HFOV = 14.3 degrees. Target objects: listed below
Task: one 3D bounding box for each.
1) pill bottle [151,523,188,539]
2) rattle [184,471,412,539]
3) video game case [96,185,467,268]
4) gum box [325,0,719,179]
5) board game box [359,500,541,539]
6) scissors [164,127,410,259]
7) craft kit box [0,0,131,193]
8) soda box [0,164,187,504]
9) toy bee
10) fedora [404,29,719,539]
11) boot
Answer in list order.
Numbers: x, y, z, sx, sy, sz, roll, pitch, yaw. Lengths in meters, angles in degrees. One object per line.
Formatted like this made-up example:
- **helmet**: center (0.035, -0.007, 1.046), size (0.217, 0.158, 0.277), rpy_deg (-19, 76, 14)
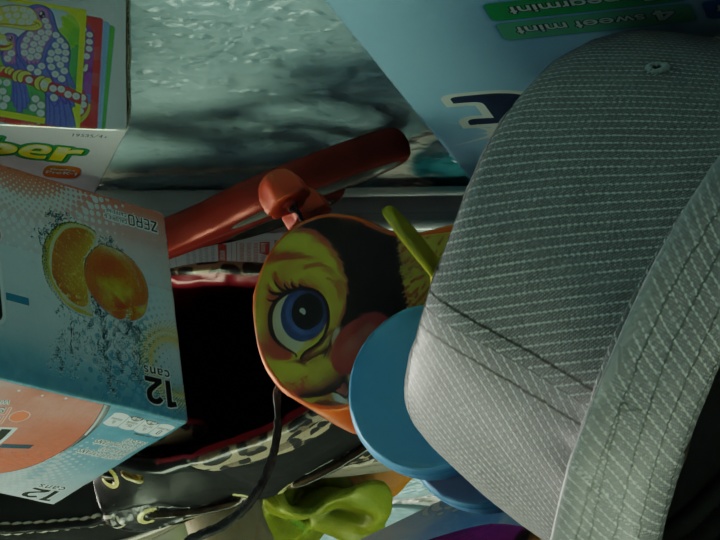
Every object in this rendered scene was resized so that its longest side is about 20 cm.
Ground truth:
- **pill bottle**: center (-0.159, 0.094, 1.127), size (0.199, 0.113, 0.112), rpy_deg (-10, 162, 22)
- **rattle**: center (0.018, 0.123, 1.030), size (0.142, 0.131, 0.200), rpy_deg (-19, -158, -3)
- **video game case**: center (0.000, 0.000, 0.992), size (0.198, 0.018, 0.143), rpy_deg (-1, 163, -3)
- **gum box**: center (0.095, -0.066, 0.731), size (0.169, 0.045, 0.200), rpy_deg (-5, 163, 15)
- **board game box**: center (0.091, 0.093, 0.778), size (0.199, 0.041, 0.200), rpy_deg (-25, -160, -17)
- **scissors**: center (-0.076, -0.005, 0.849), size (0.199, 0.014, 0.073), rpy_deg (-19, 176, -28)
- **craft kit box**: center (-0.179, -0.032, 0.825), size (0.199, 0.049, 0.198), rpy_deg (2, 160, -13)
- **soda box**: center (-0.141, 0.004, 0.742), size (0.199, 0.069, 0.063), rpy_deg (17, 144, -40)
- **toy bee**: center (0.013, 0.013, 0.795), size (0.199, 0.109, 0.131), rpy_deg (-14, 160, -6)
- **fedora**: center (0.078, 0.004, 0.672), size (0.090, 0.178, 0.200), rpy_deg (28, -147, 26)
- **boot**: center (-0.068, 0.047, 0.955), size (0.199, 0.074, 0.151), rpy_deg (-9, 170, 11)
